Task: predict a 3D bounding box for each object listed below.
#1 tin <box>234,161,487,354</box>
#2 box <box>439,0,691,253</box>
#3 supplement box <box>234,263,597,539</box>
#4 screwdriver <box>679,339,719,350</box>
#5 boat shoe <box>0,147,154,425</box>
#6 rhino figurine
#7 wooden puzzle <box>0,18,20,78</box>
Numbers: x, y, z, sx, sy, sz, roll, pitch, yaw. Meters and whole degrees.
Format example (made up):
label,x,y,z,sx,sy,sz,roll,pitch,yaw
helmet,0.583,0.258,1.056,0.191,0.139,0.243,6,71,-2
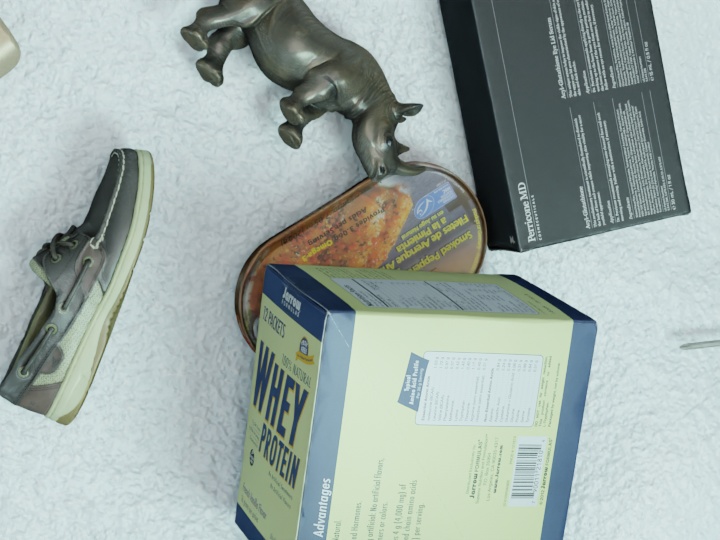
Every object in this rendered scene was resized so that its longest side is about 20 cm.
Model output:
label,x,y,z,sx,sy,sz,roll,pitch,yaw
tin,0.000,0.000,1.358,0.200,0.042,0.112,-32,95,-11
box,0.150,-0.125,1.373,0.141,0.079,0.201,-12,95,-17
supplement box,0.035,0.109,1.292,0.199,0.134,0.201,3,102,-21
screwdriver,0.343,0.050,1.448,0.199,0.029,0.028,-5,93,-21
boat shoe,-0.199,0.006,1.289,0.066,0.072,0.201,17,92,-19
rhino figurine,-0.030,-0.135,1.326,0.200,0.060,0.088,38,67,-7
wooden puzzle,-0.361,-0.174,1.264,0.185,0.037,0.200,-37,104,-11
